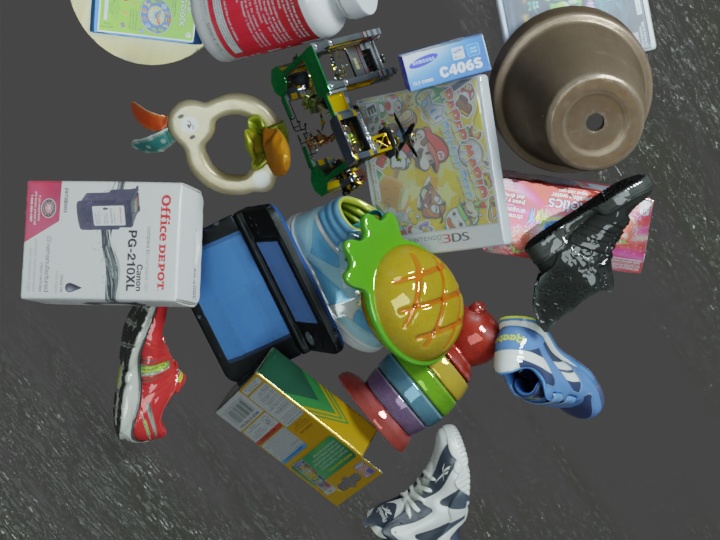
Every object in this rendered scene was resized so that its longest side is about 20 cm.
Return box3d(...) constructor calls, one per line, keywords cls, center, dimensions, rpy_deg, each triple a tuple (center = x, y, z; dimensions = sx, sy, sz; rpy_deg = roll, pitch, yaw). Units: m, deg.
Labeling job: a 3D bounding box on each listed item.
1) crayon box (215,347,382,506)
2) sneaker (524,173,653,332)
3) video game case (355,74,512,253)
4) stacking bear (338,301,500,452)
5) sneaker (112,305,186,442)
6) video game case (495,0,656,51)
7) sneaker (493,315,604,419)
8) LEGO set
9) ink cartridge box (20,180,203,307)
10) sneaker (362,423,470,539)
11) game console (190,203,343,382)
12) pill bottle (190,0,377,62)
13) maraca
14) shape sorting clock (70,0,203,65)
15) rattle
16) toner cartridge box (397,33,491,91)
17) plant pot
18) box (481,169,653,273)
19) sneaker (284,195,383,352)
box3d(cls="crayon box", center=(-0.069, 0.198, 1.712), dimensions=(0.200, 0.052, 0.126), rpy_deg=(39, 138, -6))
box3d(cls="sneaker", center=(0.273, -0.020, 1.604), dimensions=(0.199, 0.060, 0.104), rpy_deg=(-33, 99, 12))
box3d(cls="video game case", center=(0.086, -0.121, 1.644), dimensions=(0.181, 0.023, 0.201), rpy_deg=(-7, 94, 35))
box3d(cls="stacking bear", center=(0.091, 0.122, 1.706), dimensions=(0.200, 0.114, 0.122), rpy_deg=(-41, 110, -1))
box3d(cls="sneaker", center=(-0.261, 0.119, 1.732), dimensions=(0.084, 0.077, 0.201), rpy_deg=(7, 102, -22))
box3d(cls="video game case", center=(0.252, -0.347, 1.661), dimensions=(0.181, 0.023, 0.201), rpy_deg=(-13, 100, 2))
box3d(cls="sneaker", center=(0.228, 0.138, 1.693), dimensions=(0.074, 0.083, 0.200), rpy_deg=(-16, 134, 43))
box3d(cls="LEGO set", center=(-0.009, -0.194, 1.638), dimensions=(0.115, 0.154, 0.201), rpy_deg=(-19, 77, -30))
box3d(cls="ink cartridge box", center=(-0.298, -0.032, 1.654), dimensions=(0.199, 0.084, 0.146), rpy_deg=(1, 85, 10))
box3d(cls="sneaker", center=(0.068, 0.295, 1.748), dimensions=(0.129, 0.080, 0.200), rpy_deg=(-1, 110, -9))
box3d(cls="game console", center=(-0.132, 0.033, 1.682), dimensions=(0.118, 0.171, 0.201), rpy_deg=(-30, 100, -18))
box3d(cls="pill bottle", center=(-0.086, -0.315, 1.580), dimensions=(0.199, 0.112, 0.113), rpy_deg=(-9, 101, 23))
box3d(cls="maraca", center=(0.050, 0.023, 1.613), dimensions=(0.107, 0.137, 0.200), rpy_deg=(-13, 125, 45))
box3d(cls="shape sorting clock", center=(-0.252, -0.350, 1.651), dimensions=(0.199, 0.039, 0.201), rpy_deg=(-1, 102, -4))
box3d(cls="rattle", center=(-0.187, -0.151, 1.642), dimensions=(0.199, 0.143, 0.131), rpy_deg=(19, 118, -10))
box3d(cls="toner cartridge box", center=(0.094, -0.242, 1.590), dimensions=(0.094, 0.200, 0.043), rpy_deg=(-16, 99, 2))
box3d(cls="plant pot", center=(0.259, -0.195, 1.598), dimensions=(0.199, 0.175, 0.201), rpy_deg=(-1, 111, -3))
box3d(cls="box", center=(0.246, -0.062, 1.674), dimensions=(0.199, 0.100, 0.096), rpy_deg=(8, 100, -2))
box3d(cls="sneaker", center=(0.000, 0.000, 1.673), dimensions=(0.130, 0.080, 0.200), rpy_deg=(-28, 101, 35))
